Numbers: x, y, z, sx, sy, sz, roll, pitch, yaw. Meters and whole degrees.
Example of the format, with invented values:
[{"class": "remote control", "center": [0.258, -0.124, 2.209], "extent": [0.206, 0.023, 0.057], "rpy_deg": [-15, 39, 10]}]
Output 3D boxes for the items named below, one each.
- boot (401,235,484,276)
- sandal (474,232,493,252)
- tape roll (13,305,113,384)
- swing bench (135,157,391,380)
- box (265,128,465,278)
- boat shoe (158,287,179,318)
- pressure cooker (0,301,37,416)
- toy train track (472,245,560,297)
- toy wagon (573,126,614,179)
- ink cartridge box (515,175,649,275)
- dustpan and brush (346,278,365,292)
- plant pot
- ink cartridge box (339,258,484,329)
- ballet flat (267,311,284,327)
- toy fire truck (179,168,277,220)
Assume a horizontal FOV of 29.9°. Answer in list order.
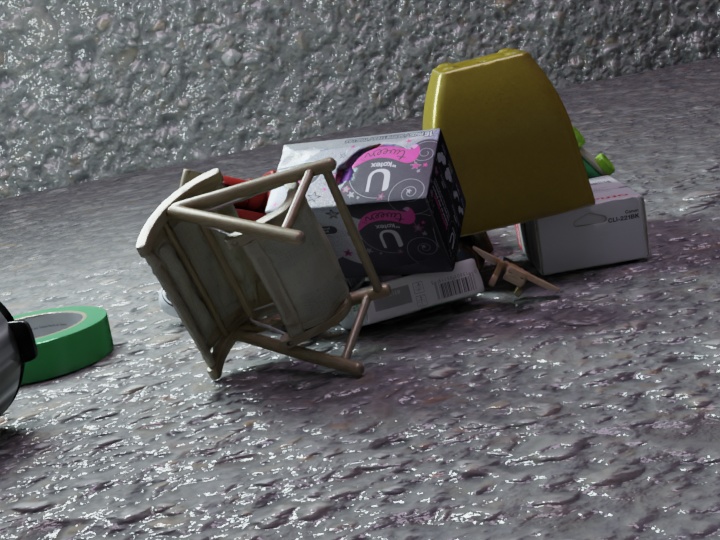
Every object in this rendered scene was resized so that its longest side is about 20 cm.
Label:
[{"class": "boot", "center": [0.127, -0.031, 1.760], "extent": [0.096, 0.075, 0.199], "rpy_deg": [-23, 13, -25]}, {"class": "sandal", "center": [0.139, -0.058, 1.951], "extent": [0.054, 0.082, 0.200], "rpy_deg": [-32, 21, -2]}, {"class": "tape roll", "center": [-0.413, 0.094, 1.697], "extent": [0.198, 0.049, 0.201], "rpy_deg": [-9, 13, 2]}, {"class": "swing bench", "center": [-0.100, 0.001, 1.434], "extent": [0.198, 0.200, 0.130], "rpy_deg": [-3, 43, 25]}, {"class": "box", "center": [0.008, -0.074, 1.572], "extent": [0.198, 0.133, 0.116], "rpy_deg": [-4, 49, 19]}, {"class": "boat shoe", "center": [-0.169, 0.012, 1.789], "extent": [0.197, 0.068, 0.074], "rpy_deg": [-6, 54, -12]}, {"class": "pressure cooker", "center": [-0.445, 0.102, 1.394], "extent": [0.175, 0.180, 0.200], "rpy_deg": [30, 15, 0]}, {"class": "toy train track", "center": [0.181, 0.007, 1.642], "extent": [0.114, 0.033, 0.200], "rpy_deg": [26, 6, 2]}, {"class": "toy wagon", "center": [0.254, -0.133, 1.884], "extent": [0.155, 0.199, 0.040], "rpy_deg": [-40, 32, 21]}, {"class": "ink cartridge box", "center": [0.287, -0.063, 1.782], "extent": [0.143, 0.085, 0.200], "rpy_deg": [-10, 11, 0]}, {"class": "dustpan and brush", "center": [0.000, 0.000, 1.823], "extent": [0.138, 0.058, 0.200], "rpy_deg": [-17, 14, 26]}, {"class": "plant pot", "center": [0.171, -0.172, 1.710], "extent": [0.193, 0.202, 0.194], "rpy_deg": [-12, 11, 1]}, {"class": "ink cartridge box", "center": [0.037, 0.036, 1.662], "extent": [0.160, 0.051, 0.200], "rpy_deg": [-15, -4, -23]}, {"class": "ballet flat", "center": [-0.075, 0.007, 1.578], "extent": [0.067, 0.047, 0.201], "rpy_deg": [8, -33, -2]}, {"class": "toy fire truck", "center": [-0.149, -0.047, 1.670], "extent": [0.198, 0.178, 0.128], "rpy_deg": [12, -16, -24]}]
